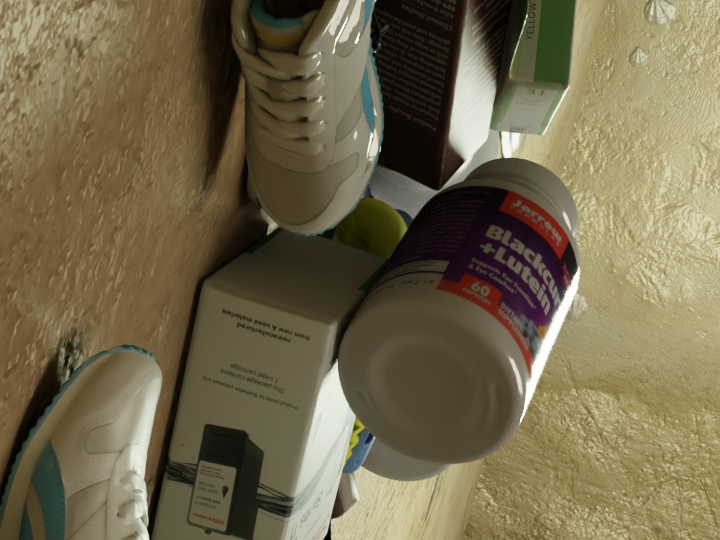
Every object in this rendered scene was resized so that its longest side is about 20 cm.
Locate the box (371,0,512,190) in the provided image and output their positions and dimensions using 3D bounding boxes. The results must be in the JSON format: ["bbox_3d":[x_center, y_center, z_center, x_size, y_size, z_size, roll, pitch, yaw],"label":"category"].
[{"bbox_3d":[0.034,-0.158,0.976,0.075,0.100,0.201,-45,154,-41],"label":"box"}]

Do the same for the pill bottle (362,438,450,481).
[{"bbox_3d":[0.056,0.072,1.351,0.200,0.113,0.114,-59,163,-54],"label":"pill bottle"}]

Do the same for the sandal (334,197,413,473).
[{"bbox_3d":[0.016,0.048,1.087,0.087,0.079,0.201,-1,120,-37],"label":"sandal"}]

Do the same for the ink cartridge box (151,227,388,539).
[{"bbox_3d":[-0.055,0.091,0.988,0.147,0.083,0.201,-45,151,-68],"label":"ink cartridge box"}]

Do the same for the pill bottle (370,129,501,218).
[{"bbox_3d":[0.051,-0.077,1.205,0.200,0.109,0.110,66,43,-75],"label":"pill bottle"}]

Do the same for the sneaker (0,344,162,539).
[{"bbox_3d":[-0.120,0.132,0.713,0.077,0.080,0.201,66,41,-72],"label":"sneaker"}]

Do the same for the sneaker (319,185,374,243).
[{"bbox_3d":[0.000,0.000,1.135,0.070,0.082,0.201,-58,162,-55],"label":"sneaker"}]

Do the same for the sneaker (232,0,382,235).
[{"bbox_3d":[-0.031,-0.107,0.805,0.081,0.076,0.201,-42,143,-55],"label":"sneaker"}]

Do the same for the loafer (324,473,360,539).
[{"bbox_3d":[-0.030,0.156,1.261,0.073,0.071,0.201,-51,156,-65],"label":"loafer"}]

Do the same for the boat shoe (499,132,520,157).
[{"bbox_3d":[0.108,-0.138,1.263,0.068,0.075,0.200,-47,172,-6],"label":"boat shoe"}]

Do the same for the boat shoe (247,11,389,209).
[{"bbox_3d":[-0.015,-0.123,0.912,0.075,0.062,0.201,-44,148,-66],"label":"boat shoe"}]

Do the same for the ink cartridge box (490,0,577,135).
[{"bbox_3d":[0.116,-0.184,1.020,0.200,0.048,0.146,109,-12,-76],"label":"ink cartridge box"}]

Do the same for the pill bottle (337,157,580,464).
[{"bbox_3d":[0.069,0.014,0.971,0.200,0.111,0.112,-58,162,-53],"label":"pill bottle"}]
